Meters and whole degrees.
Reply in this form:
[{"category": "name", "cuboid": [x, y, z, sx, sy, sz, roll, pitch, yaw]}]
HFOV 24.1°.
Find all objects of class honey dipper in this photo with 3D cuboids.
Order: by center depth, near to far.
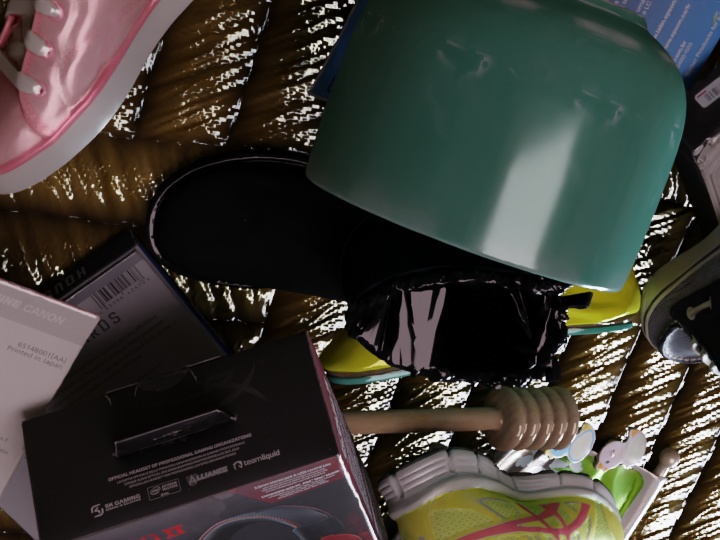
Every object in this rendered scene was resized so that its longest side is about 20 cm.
[{"category": "honey dipper", "cuboid": [0.036, 0.086, 0.963, 0.200, 0.038, 0.038, 2, 121, -32]}]

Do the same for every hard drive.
[{"category": "hard drive", "cuboid": [0.243, -0.073, 0.929, 0.140, 0.038, 0.200, -37, 151, 1]}]

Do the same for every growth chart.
[{"category": "growth chart", "cuboid": [0.103, 0.157, 1.076, 0.200, 0.018, 0.145, 7, 118, -29]}]

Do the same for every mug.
[{"category": "mug", "cuboid": [0.062, -0.074, 0.753, 0.152, 0.185, 0.115, 18, 99, -11]}]

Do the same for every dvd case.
[{"category": "dvd case", "cuboid": [-0.131, 0.088, 0.919, 0.150, 0.025, 0.200, -35, 128, 0]}]

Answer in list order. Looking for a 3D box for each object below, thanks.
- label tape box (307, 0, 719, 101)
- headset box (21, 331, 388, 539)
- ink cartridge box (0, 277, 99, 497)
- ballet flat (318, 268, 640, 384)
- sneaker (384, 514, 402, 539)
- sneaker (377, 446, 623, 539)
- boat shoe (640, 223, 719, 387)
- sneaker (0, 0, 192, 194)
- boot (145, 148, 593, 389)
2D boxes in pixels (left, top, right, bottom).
[{"category": "label tape box", "cuboid": [0.080, -0.131, 0.845, 0.200, 0.066, 0.144, 15, 114, -29]}, {"category": "headset box", "cuboid": [-0.072, 0.118, 0.851, 0.148, 0.075, 0.200, -17, 146, 0]}, {"category": "ink cartridge box", "cuboid": [-0.251, 0.047, 0.804, 0.200, 0.045, 0.176, 23, 111, -25]}, {"category": "ballet flat", "cuboid": [0.066, 0.013, 0.942, 0.200, 0.067, 0.067, -10, 104, -22]}, {"category": "sneaker", "cuboid": [-0.042, 0.190, 1.010, 0.199, 0.076, 0.092, -14, 99, -5]}, {"category": "sneaker", "cuboid": [0.090, 0.166, 0.986, 0.200, 0.090, 0.078, 16, 137, -44]}, {"category": "boat shoe", "cuboid": [0.206, 0.037, 0.938, 0.074, 0.093, 0.200, 6, 157, -5]}, {"category": "sneaker", "cuboid": [-0.130, -0.135, 0.737, 0.200, 0.075, 0.105, -49, 132, 2]}, {"category": "boot", "cuboid": [-0.001, 0.001, 0.812, 0.198, 0.163, 0.074, 5, 108, -12]}]
